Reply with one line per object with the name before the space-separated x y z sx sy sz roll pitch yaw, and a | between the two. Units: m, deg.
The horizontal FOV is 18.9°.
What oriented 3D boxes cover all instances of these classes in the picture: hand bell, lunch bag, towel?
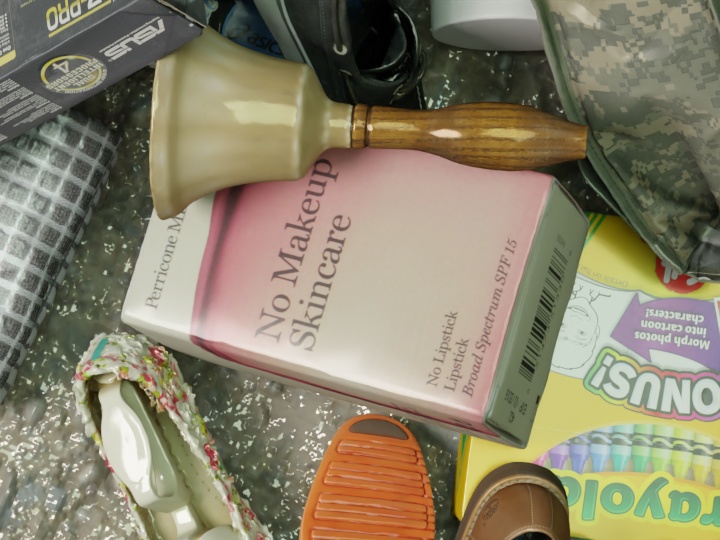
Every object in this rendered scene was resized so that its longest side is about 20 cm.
hand bell | 0.007 -0.066 1.025 0.199 0.104 0.105 6 84 4
lunch bag | 0.178 -0.113 1.115 0.117 0.200 0.164 2 42 31
towel | -0.245 -0.039 1.126 0.199 0.086 0.166 24 82 -3

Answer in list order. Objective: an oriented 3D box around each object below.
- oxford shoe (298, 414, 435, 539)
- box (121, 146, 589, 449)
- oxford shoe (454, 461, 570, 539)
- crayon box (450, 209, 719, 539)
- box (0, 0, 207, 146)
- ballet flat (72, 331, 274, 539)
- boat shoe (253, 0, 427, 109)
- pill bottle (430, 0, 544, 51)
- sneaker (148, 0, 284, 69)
oxford shoe | -0.004 0.174 1.140 0.071 0.073 0.201 10 63 -6
box | 0.000 0.000 1.101 0.199 0.109 0.128 14 83 18
oxford shoe | 0.062 0.202 1.116 0.071 0.071 0.201 9 110 -5
crayon box | 0.158 0.062 1.168 0.199 0.058 0.173 7 84 -4
box | -0.168 -0.147 1.034 0.200 0.049 0.162 -26 57 28
ballet flat | -0.097 0.125 1.132 0.075 0.064 0.200 -31 88 15
boat shoe | 0.001 -0.112 1.103 0.056 0.200 0.069 17 72 27
pill bottle | 0.081 -0.224 1.163 0.112 0.112 0.201 1 84 -6
sneaker | -0.104 -0.138 1.157 0.199 0.072 0.072 14 85 -3
